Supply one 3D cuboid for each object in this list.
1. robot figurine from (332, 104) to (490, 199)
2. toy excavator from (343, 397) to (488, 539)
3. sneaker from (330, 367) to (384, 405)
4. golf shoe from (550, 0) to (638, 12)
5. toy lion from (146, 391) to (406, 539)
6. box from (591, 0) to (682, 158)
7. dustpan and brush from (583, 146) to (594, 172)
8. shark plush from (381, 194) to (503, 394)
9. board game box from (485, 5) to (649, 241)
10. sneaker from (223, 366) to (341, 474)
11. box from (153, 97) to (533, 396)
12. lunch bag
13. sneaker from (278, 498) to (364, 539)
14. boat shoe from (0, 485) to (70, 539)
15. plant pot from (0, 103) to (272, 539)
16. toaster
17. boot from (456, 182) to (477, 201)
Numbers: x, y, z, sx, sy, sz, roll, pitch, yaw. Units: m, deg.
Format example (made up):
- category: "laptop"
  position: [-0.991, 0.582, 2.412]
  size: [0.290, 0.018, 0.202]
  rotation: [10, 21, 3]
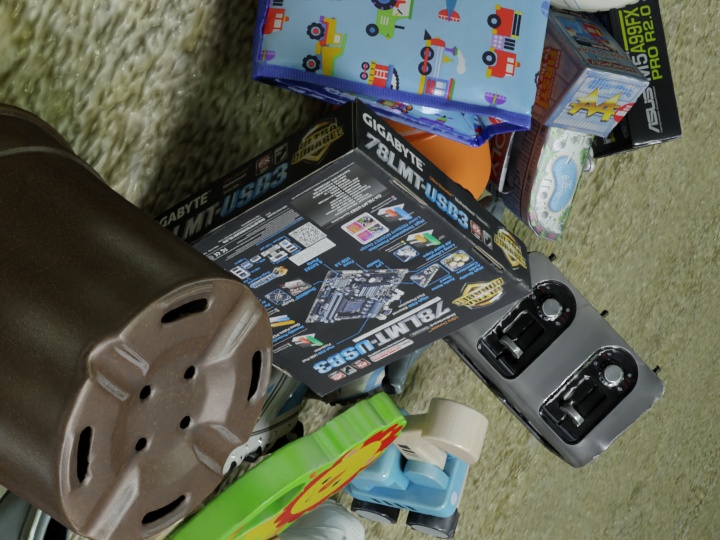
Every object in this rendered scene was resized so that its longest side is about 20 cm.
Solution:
- category: "robot figurine"
  position: [0.038, -0.114, 0.949]
  size: [0.201, 0.142, 0.118]
  rotation: [74, 13, -48]
- category: "toy excavator"
  position: [0.046, 0.163, 1.098]
  size: [0.200, 0.192, 0.101]
  rotation: [45, 58, -50]
- category: "sneaker"
  position: [0.028, 0.037, 1.086]
  size: [0.200, 0.071, 0.073]
  rotation: [-45, 121, -24]
- category: "golf shoe"
  position: [0.140, -0.245, 0.927]
  size: [0.097, 0.197, 0.079]
  rotation: [-119, -138, -79]
- category: "toy lion"
  position: [-0.050, 0.164, 0.957]
  size: [0.191, 0.069, 0.200]
  rotation: [-40, 165, 6]
- category: "box"
  position: [0.218, -0.202, 1.059]
  size: [0.160, 0.044, 0.203]
  rotation: [-124, -157, -87]
- category: "dustpan and brush"
  position: [0.172, -0.137, 1.093]
  size: [0.056, 0.200, 0.141]
  rotation: [-7, 123, -22]
- category: "shark plush"
  position: [0.053, 0.015, 0.987]
  size: [0.200, 0.091, 0.083]
  rotation: [-42, -178, -43]
- category: "board game box"
  position: [0.149, -0.138, 1.017]
  size: [0.061, 0.200, 0.202]
  rotation: [7, 111, -21]
- category: "sneaker"
  position: [-0.090, 0.125, 0.963]
  size: [0.200, 0.072, 0.072]
  rotation: [-40, 170, -36]
- category: "box"
  position: [-0.017, -0.005, 0.840]
  size: [0.198, 0.199, 0.050]
  rotation: [34, 40, -39]
- category: "lunch bag"
  position: [0.019, -0.182, 0.812]
  size: [0.197, 0.094, 0.153]
  rotation: [12, 83, -18]
- category: "sneaker"
  position: [-0.051, 0.259, 1.116]
  size: [0.199, 0.086, 0.075]
  rotation: [3, 109, -58]
- category: "boat shoe"
  position: [-0.180, 0.124, 0.848]
  size: [0.201, 0.061, 0.073]
  rotation: [-52, 147, -19]
- category: "plant pot"
  position: [-0.165, 0.035, 0.676]
  size: [0.200, 0.197, 0.202]
  rotation: [-36, 140, -38]
- category: "toaster"
  position: [0.172, 0.076, 1.179]
  size: [0.119, 0.181, 0.200]
  rotation: [-43, -177, -2]
- category: "boot"
  position: [0.000, 0.000, 0.939]
  size: [0.132, 0.197, 0.070]
  rotation: [74, 15, -47]
